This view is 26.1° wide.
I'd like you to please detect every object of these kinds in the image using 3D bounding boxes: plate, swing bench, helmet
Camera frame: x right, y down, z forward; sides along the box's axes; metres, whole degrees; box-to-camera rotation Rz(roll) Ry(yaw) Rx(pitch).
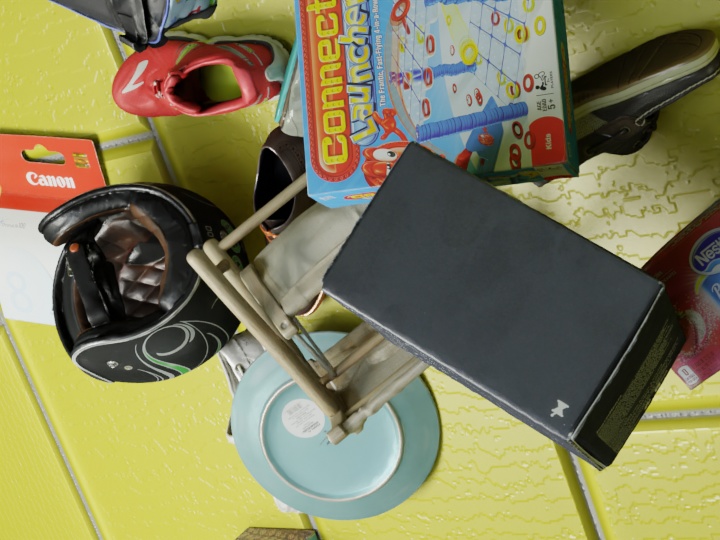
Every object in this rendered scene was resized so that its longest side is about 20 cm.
[{"bbox_3d":[-0.026,0.152,1.451,0.200,0.026,0.201,3,114,8],"label":"plate"},{"bbox_3d":[0.000,0.000,1.273,0.199,0.130,0.200,-39,93,5],"label":"swing bench"},{"bbox_3d":[-0.200,0.013,1.438,0.200,0.200,0.191,36,173,13],"label":"helmet"}]

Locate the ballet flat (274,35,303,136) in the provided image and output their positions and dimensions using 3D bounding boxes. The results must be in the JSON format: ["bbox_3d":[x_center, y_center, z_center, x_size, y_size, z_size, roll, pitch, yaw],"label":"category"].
[{"bbox_3d":[-0.027,-0.204,1.286,0.064,0.067,0.200,9,117,-3],"label":"ballet flat"}]

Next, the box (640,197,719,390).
[{"bbox_3d":[0.292,-0.014,1.132,0.096,0.100,0.200,48,133,4],"label":"box"}]

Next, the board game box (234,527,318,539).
[{"bbox_3d":[-0.095,0.392,1.596,0.097,0.159,0.200,-6,110,37],"label":"board game box"}]

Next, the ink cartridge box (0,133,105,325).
[{"bbox_3d":[-0.319,-0.038,1.589,0.160,0.047,0.200,7,120,33],"label":"ink cartridge box"}]

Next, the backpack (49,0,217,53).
[{"bbox_3d":[-0.187,-0.314,1.273,0.183,0.147,0.200,28,132,20],"label":"backpack"}]

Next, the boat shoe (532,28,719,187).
[{"bbox_3d":[0.194,-0.120,1.170,0.200,0.073,0.065,-21,112,45],"label":"boat shoe"}]

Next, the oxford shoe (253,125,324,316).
[{"bbox_3d":[-0.069,-0.040,1.393,0.071,0.073,0.200,16,123,28],"label":"oxford shoe"}]

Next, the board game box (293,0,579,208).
[{"bbox_3d":[0.054,-0.159,1.153,0.195,0.056,0.200,-7,82,16],"label":"board game box"}]

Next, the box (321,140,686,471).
[{"bbox_3d":[0.105,0.031,1.077,0.200,0.197,0.124,31,89,19],"label":"box"}]

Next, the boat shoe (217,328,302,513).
[{"bbox_3d":[-0.100,0.152,1.514,0.071,0.069,0.200,15,122,59],"label":"boat shoe"}]

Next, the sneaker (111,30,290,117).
[{"bbox_3d":[-0.154,-0.169,1.373,0.200,0.085,0.077,-4,111,36],"label":"sneaker"}]
